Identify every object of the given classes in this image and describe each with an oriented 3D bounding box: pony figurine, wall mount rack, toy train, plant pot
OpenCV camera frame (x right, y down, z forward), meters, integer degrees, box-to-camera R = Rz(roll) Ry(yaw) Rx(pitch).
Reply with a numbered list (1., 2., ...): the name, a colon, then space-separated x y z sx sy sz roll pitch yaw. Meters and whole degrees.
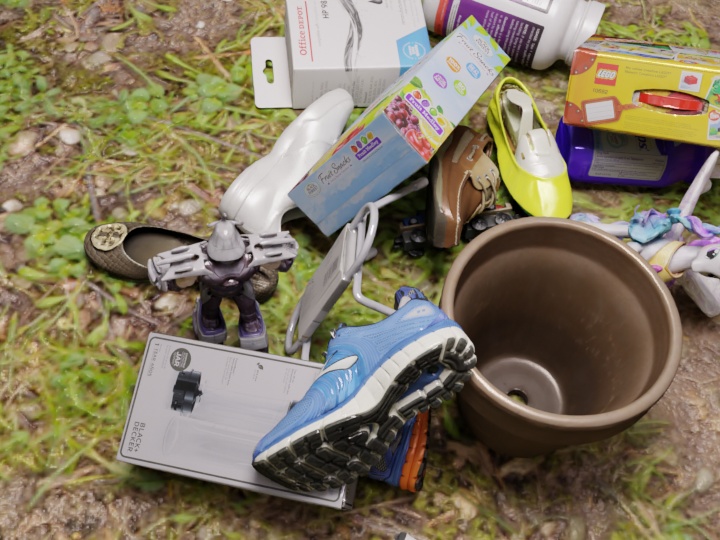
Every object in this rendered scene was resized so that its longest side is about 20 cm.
1. pony figurine: 0.293 -0.021 0.927 0.199 0.167 0.193 -2 17 26
2. wall mount rack: 0.000 0.000 0.886 0.074 0.200 0.174 21 48 -16
3. toy train: 0.127 -0.054 1.009 0.199 0.034 0.046 -12 56 -13
4. plant pot: 0.157 0.080 0.845 0.199 0.175 0.201 2 58 -4

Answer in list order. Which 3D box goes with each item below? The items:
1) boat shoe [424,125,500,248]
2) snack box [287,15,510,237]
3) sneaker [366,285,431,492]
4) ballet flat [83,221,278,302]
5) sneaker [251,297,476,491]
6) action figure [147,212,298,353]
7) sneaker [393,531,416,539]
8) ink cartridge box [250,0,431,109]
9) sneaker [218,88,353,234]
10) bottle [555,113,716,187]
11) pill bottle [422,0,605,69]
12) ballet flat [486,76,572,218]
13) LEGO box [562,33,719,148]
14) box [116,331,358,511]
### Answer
1. boat shoe: 0.106 -0.094 0.977 0.073 0.076 0.200 6 37 5
2. snack box: 0.038 -0.142 0.944 0.068 0.169 0.200 47 48 -9
3. sneaker: 0.029 0.100 0.881 0.078 0.075 0.201 6 56 3
4. ballet flat: -0.177 -0.015 0.945 0.199 0.046 0.068 15 57 4
5. sneaker: -0.004 0.097 0.757 0.200 0.079 0.089 -37 39 7
6. action figure: -0.120 0.011 0.844 0.129 0.200 0.070 -1 57 -7
7. sneaker: 0.047 0.311 0.753 0.090 0.067 0.201 14 55 6
8. ink cartridge box: -0.024 -0.251 1.096 0.199 0.067 0.116 -3 59 -8
9. sneaker: -0.057 -0.104 1.010 0.088 0.075 0.200 38 67 3
10. bottle: 0.319 -0.132 1.058 0.199 0.065 0.084 4 49 -3
11. pill bottle: 0.179 -0.308 1.127 0.199 0.113 0.113 22 58 7
12. ballet flat: 0.178 -0.136 1.023 0.066 0.067 0.201 -4 46 -9
13. LEGO box: 0.323 -0.186 0.987 0.199 0.078 0.149 12 23 16
14. box: -0.094 0.130 0.822 0.199 0.060 0.117 8 75 10
